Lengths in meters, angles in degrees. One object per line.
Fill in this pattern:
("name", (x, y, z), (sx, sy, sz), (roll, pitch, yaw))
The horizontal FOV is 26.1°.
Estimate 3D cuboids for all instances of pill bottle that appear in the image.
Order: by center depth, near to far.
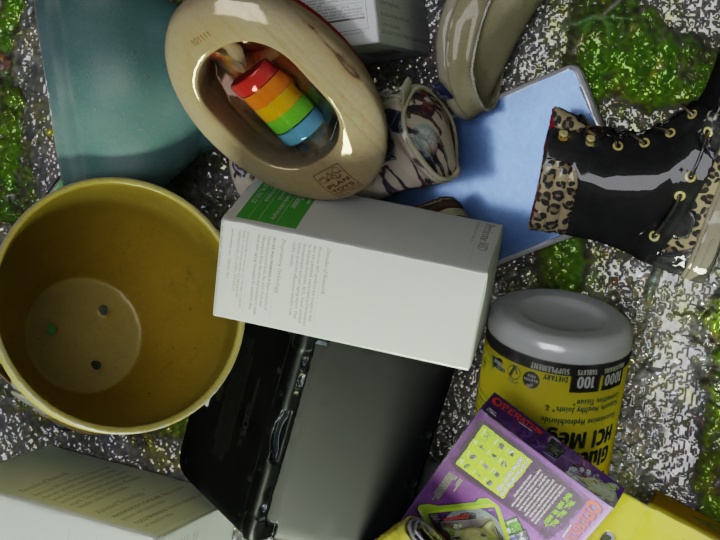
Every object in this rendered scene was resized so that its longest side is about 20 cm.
("pill bottle", (0.143, 0.125, 1.218), (0.112, 0.112, 0.201), (13, 112, 17))

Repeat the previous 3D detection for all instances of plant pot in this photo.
("plant pot", (-0.209, 0.041, 1.249), (0.199, 0.142, 0.201), (6, 74, -21))
("plant pot", (-0.189, -0.152, 1.288), (0.134, 0.200, 0.201), (-9, 91, -8))

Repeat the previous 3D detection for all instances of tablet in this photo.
("tablet", (0.110, -0.073, 1.275), (0.200, 0.014, 0.131), (-22, 88, 19))

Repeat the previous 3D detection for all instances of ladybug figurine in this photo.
("ladybug figurine", (-0.056, -0.136, 1.144), (0.136, 0.072, 0.200), (-26, 119, 30))

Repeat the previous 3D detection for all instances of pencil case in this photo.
("pencil case", (-0.017, -0.097, 1.254), (0.200, 0.078, 0.090), (-10, 111, 36))

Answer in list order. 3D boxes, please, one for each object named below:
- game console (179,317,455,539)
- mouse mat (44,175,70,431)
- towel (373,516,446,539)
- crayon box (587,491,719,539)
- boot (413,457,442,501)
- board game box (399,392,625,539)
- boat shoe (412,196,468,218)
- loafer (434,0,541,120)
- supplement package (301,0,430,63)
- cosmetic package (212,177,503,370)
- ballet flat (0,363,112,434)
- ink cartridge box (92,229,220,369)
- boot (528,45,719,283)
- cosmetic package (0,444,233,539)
("game console", (-0.041, 0.115, 1.269), (0.176, 0.116, 0.201), (35, 117, 43))
("mouse mat", (-0.262, 0.026, 1.407), (0.161, 0.008, 0.200), (43, 106, 10))
("towel", (0.055, 0.270, 1.238), (0.144, 0.023, 0.200), (41, 147, -1))
("crayon box", (0.265, 0.263, 1.230), (0.200, 0.051, 0.127), (28, 102, 14))
("boot", (0.023, 0.138, 1.299), (0.131, 0.070, 0.200), (27, 113, 12))
("board game box", (0.103, 0.191, 1.181), (0.120, 0.032, 0.200), (40, 134, 10))
("boat shoe", (-0.007, -0.025, 1.279), (0.202, 0.075, 0.075), (-26, 73, 26))
("loafer", (0.111, -0.216, 1.228), (0.068, 0.076, 0.201), (13, 98, 28))
("supplement package", (-0.043, -0.265, 1.237), (0.150, 0.152, 0.201), (-6, 92, 18))
("cosmetic package", (0.000, 0.000, 1.173), (0.199, 0.108, 0.085), (10, 113, 7))
("ballet flat", (-0.293, 0.083, 1.345), (0.200, 0.063, 0.069), (33, 111, 28))
("ink cartridge box", (-0.165, 0.038, 1.348), (0.199, 0.057, 0.163), (5, 95, 15))
("boot", (0.219, -0.101, 1.196), (0.150, 0.073, 0.201), (13, 105, 5))
("cosmetic package", (-0.236, 0.264, 1.334), (0.199, 0.166, 0.168), (11, 98, 18))
